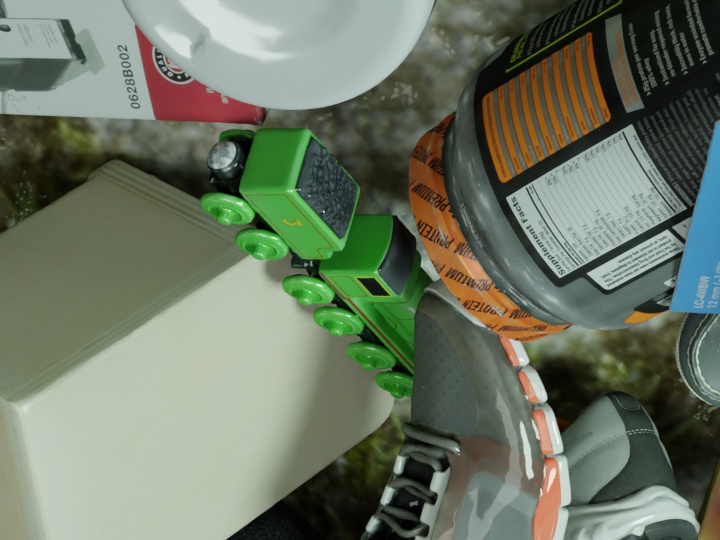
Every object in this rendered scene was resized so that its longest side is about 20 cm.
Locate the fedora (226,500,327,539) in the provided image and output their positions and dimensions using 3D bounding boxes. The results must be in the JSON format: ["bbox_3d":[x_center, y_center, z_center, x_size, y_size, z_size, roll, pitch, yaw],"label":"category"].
[{"bbox_3d":[-0.049,0.160,1.269,0.091,0.201,0.201,-35,111,5],"label":"fedora"}]

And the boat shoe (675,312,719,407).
[{"bbox_3d":[0.205,-0.004,1.083,0.199,0.062,0.073,-31,93,19],"label":"boat shoe"}]

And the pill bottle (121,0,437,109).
[{"bbox_3d":[-0.007,-0.155,0.985,0.113,0.200,0.115,9,128,12],"label":"pill bottle"}]

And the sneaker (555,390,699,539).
[{"bbox_3d":[0.077,0.115,1.250,0.074,0.080,0.200,3,156,-35],"label":"sneaker"}]

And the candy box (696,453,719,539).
[{"bbox_3d":[0.200,0.139,1.227,0.116,0.057,0.201,17,130,6],"label":"candy box"}]

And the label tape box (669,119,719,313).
[{"bbox_3d":[0.214,0.015,0.983,0.198,0.067,0.144,6,150,1],"label":"label tape box"}]

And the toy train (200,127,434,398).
[{"bbox_3d":[0.000,0.000,1.153,0.056,0.042,0.200,0,153,30],"label":"toy train"}]

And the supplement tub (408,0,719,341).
[{"bbox_3d":[0.121,-0.056,1.065,0.199,0.123,0.123,-29,112,35],"label":"supplement tub"}]

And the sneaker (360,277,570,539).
[{"bbox_3d":[0.037,0.104,1.141,0.081,0.077,0.201,-15,106,-19],"label":"sneaker"}]

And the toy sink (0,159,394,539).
[{"bbox_3d":[-0.097,0.040,1.205,0.112,0.200,0.131,26,138,38],"label":"toy sink"}]

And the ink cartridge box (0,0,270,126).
[{"bbox_3d":[-0.131,-0.141,1.115,0.199,0.083,0.148,3,127,17],"label":"ink cartridge box"}]
